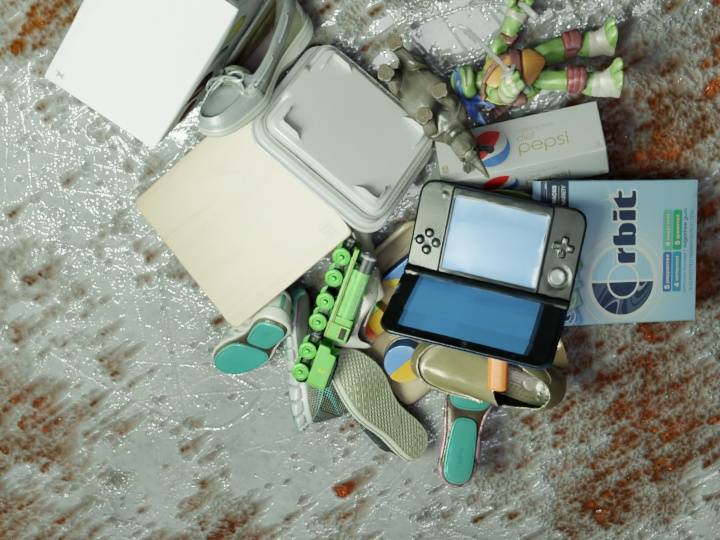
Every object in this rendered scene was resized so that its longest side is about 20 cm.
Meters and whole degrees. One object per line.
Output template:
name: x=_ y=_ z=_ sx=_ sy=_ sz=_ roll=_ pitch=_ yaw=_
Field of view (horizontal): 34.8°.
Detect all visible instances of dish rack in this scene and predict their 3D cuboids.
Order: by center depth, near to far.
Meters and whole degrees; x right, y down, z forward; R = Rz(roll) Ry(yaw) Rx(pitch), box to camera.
dish rack: x=-0.013 y=-0.163 z=1.359 sx=0.200 sy=0.172 sz=0.044 roll=39 pitch=155 yaw=-8

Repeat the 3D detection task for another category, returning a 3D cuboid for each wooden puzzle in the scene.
wooden puzzle: x=0.065 y=0.062 z=1.495 sx=0.185 sy=0.046 sz=0.200 roll=-40 pitch=102 yaw=18

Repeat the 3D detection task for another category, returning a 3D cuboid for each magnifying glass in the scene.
magnifying glass: x=0.167 y=0.044 z=1.372 sx=0.079 sy=0.022 sz=0.202 roll=4 pitch=99 yaw=15

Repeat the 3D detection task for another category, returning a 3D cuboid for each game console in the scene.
game console: x=0.140 y=-0.001 z=1.296 sx=0.198 sy=0.118 sz=0.172 roll=13 pitch=98 yaw=13

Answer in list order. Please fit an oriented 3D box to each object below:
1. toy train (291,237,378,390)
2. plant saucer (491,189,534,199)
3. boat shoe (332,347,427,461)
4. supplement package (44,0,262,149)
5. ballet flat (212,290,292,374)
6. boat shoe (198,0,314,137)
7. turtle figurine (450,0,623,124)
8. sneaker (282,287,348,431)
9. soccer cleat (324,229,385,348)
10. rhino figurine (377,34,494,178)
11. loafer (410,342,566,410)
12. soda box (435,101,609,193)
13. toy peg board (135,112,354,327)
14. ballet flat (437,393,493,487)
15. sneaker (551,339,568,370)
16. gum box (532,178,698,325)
toy train: x=-0.032 y=0.056 z=1.413 sx=0.056 sy=0.042 sz=0.201 roll=21 pitch=109 yaw=2
plant saucer: x=0.166 y=0.002 z=1.399 sx=0.198 sy=0.031 sz=0.202 roll=-1 pitch=97 yaw=-5
boat shoe: x=0.014 y=0.178 z=1.519 sx=0.062 sy=0.075 sz=0.200 roll=2 pitch=139 yaw=49
supplement package: x=-0.224 y=-0.277 z=1.312 sx=0.147 sy=0.200 sz=0.192 roll=33 pitch=112 yaw=-7
ballet flat: x=-0.135 y=0.079 z=1.500 sx=0.069 sy=0.070 sz=0.200 roll=37 pitch=146 yaw=-8
boat shoe: x=-0.128 y=-0.239 z=1.330 sx=0.074 sy=0.203 sz=0.065 roll=18 pitch=153 yaw=40
turtle figurine: x=0.198 y=-0.257 z=1.304 sx=0.192 sy=0.144 sz=0.202 roll=-3 pitch=115 yaw=3
sneaker: x=-0.056 y=0.113 z=1.525 sx=0.090 sy=0.078 sz=0.202 roll=-8 pitch=114 yaw=-8
soccer cleat: x=0.000 y=0.000 z=1.443 sx=0.077 sy=0.069 sz=0.202 roll=14 pitch=104 yaw=18
rhino figurine: x=0.093 y=-0.183 z=1.339 sx=0.060 sy=0.087 sz=0.200 roll=-40 pitch=69 yaw=8
loafer: x=0.158 y=0.128 z=1.434 sx=0.198 sy=0.067 sz=0.077 roll=9 pitch=94 yaw=9
soda box: x=0.193 y=-0.139 z=1.378 sx=0.198 sy=0.064 sz=0.069 roll=-12 pitch=65 yaw=11
toy peg board: x=-0.132 y=-0.075 z=1.422 sx=0.200 sy=0.098 sz=0.200 roll=-38 pitch=93 yaw=19
ballet flat: x=0.137 y=0.183 z=1.512 sx=0.068 sy=0.071 sz=0.202 roll=10 pitch=95 yaw=-7
sneaker: x=0.189 y=0.045 z=1.457 sx=0.089 sy=0.067 sz=0.202 roll=-22 pitch=101 yaw=3
gum box: x=0.305 y=-0.024 z=1.379 sx=0.198 sy=0.045 sz=0.172 roll=-2 pitch=96 yaw=-15
